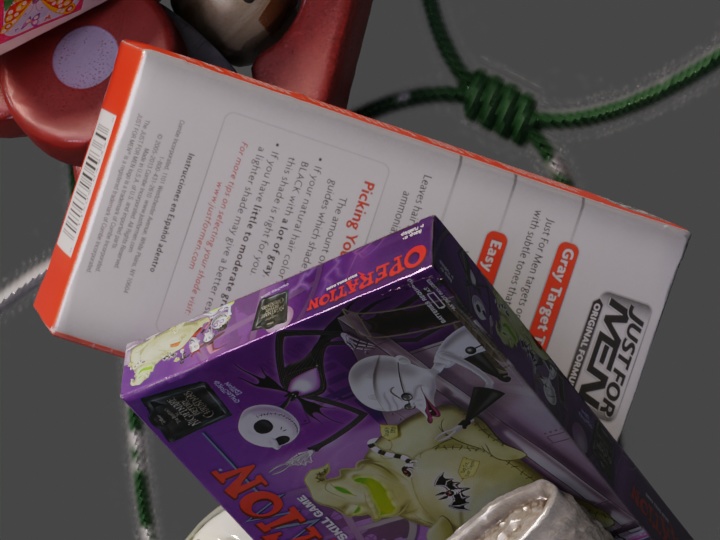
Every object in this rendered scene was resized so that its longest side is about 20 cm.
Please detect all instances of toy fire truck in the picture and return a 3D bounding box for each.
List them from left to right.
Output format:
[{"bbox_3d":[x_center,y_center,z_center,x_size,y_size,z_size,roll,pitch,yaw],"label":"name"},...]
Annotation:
[{"bbox_3d":[-0.081,-0.115,1.073,0.200,0.112,0.168,36,82,22],"label":"toy fire truck"}]

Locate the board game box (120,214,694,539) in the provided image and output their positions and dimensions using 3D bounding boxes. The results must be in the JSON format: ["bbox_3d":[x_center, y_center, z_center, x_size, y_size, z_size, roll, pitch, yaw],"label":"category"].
[{"bbox_3d":[0.025,0.074,0.961,0.120,0.200,0.032,-20,40,26],"label":"board game box"}]

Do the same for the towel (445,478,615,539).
[{"bbox_3d":[0.032,0.166,0.983,0.200,0.132,0.035,-41,32,16],"label":"towel"}]

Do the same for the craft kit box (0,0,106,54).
[{"bbox_3d":[-0.117,-0.185,1.046,0.197,0.049,0.200,-31,59,-22],"label":"craft kit box"}]

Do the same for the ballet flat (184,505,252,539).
[{"bbox_3d":[-0.063,0.141,1.057,0.067,0.064,0.200,46,104,21],"label":"ballet flat"}]

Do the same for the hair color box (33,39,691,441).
[{"bbox_3d":[0.000,0.000,0.982,0.199,0.061,0.102,19,93,-14],"label":"hair color box"}]
